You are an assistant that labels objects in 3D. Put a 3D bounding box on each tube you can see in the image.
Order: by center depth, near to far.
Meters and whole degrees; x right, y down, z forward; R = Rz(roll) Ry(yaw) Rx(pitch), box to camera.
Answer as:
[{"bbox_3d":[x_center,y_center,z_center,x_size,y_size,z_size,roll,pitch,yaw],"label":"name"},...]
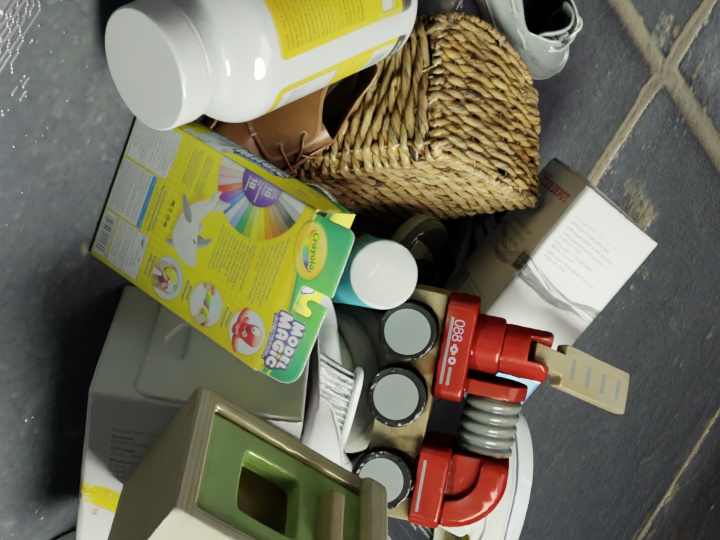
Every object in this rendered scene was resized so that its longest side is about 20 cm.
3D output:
[{"bbox_3d":[0.000,0.000,1.076,0.077,0.050,0.200,-44,-172,-7],"label":"tube"}]

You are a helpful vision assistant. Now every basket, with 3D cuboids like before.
[{"bbox_3d":[0.045,-0.127,1.111,0.200,0.148,0.144,18,69,-56],"label":"basket"}]

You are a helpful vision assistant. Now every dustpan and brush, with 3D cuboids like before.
[{"bbox_3d":[-0.021,0.132,1.042,0.057,0.140,0.201,7,122,-7],"label":"dustpan and brush"}]

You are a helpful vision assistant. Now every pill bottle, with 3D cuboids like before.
[{"bbox_3d":[-0.065,-0.165,0.891,0.200,0.112,0.112,-30,137,-36],"label":"pill bottle"}]

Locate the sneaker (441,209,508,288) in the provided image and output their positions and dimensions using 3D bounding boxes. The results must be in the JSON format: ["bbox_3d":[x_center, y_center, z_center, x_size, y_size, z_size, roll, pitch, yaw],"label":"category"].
[{"bbox_3d":[0.137,-0.035,1.271,0.074,0.082,0.201,-42,149,-62],"label":"sneaker"}]

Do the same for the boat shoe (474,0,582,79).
[{"bbox_3d":[0.151,-0.218,1.165,0.070,0.071,0.201,-54,147,-6],"label":"boat shoe"}]

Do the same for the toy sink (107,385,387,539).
[{"bbox_3d":[-0.050,0.186,0.850,0.112,0.200,0.131,-50,-164,23],"label":"toy sink"}]

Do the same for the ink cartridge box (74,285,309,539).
[{"bbox_3d":[-0.122,0.139,0.982,0.147,0.145,0.201,-87,-173,-61],"label":"ink cartridge box"}]

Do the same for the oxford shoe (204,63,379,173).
[{"bbox_3d":[-0.063,-0.096,0.989,0.200,0.071,0.071,-52,148,-7],"label":"oxford shoe"}]

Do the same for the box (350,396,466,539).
[{"bbox_3d":[0.026,0.242,1.274,0.200,0.118,0.197,-32,164,-35],"label":"box"}]

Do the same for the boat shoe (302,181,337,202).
[{"bbox_3d":[-0.041,-0.027,1.021,0.063,0.071,0.200,-44,174,-19],"label":"boat shoe"}]

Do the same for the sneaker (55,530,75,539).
[{"bbox_3d":[-0.159,0.232,1.100,0.200,0.099,0.071,-25,133,-42],"label":"sneaker"}]

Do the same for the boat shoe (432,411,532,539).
[{"bbox_3d":[0.084,0.208,1.148,0.086,0.075,0.203,18,82,-29],"label":"boat shoe"}]

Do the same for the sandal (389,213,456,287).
[{"bbox_3d":[0.041,-0.006,1.199,0.080,0.057,0.201,-48,162,-17],"label":"sandal"}]

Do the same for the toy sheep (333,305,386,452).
[{"bbox_3d":[-0.018,0.095,1.153,0.199,0.138,0.138,-2,118,-46],"label":"toy sheep"}]

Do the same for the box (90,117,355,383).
[{"bbox_3d":[-0.087,-0.019,0.899,0.048,0.200,0.118,2,116,-52],"label":"box"}]

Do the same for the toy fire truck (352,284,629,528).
[{"bbox_3d":[0.108,0.112,1.056,0.129,0.199,0.177,-17,117,-82],"label":"toy fire truck"}]

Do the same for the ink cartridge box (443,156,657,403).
[{"bbox_3d":[0.147,0.013,1.169,0.200,0.084,0.145,-51,-168,8],"label":"ink cartridge box"}]
